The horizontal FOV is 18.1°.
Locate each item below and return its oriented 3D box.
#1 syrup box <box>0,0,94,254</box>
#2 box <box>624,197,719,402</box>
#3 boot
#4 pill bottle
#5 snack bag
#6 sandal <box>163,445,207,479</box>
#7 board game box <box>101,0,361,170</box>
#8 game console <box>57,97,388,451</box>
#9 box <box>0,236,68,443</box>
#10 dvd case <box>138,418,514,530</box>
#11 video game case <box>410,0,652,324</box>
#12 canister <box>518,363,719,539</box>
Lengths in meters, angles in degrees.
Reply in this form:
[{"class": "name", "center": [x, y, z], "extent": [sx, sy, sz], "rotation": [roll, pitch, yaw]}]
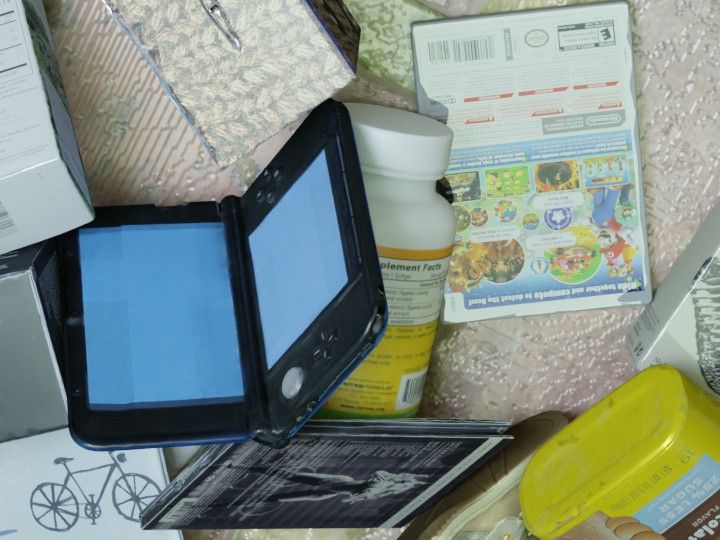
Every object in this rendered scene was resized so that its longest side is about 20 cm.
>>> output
[{"class": "syrup box", "center": [-0.228, -0.118, 1.382], "extent": [0.081, 0.079, 0.201], "rotation": [-19, 61, 1]}, {"class": "box", "center": [0.260, -0.007, 1.465], "extent": [0.082, 0.068, 0.201], "rotation": [30, 103, -7]}, {"class": "boot", "center": [0.111, 0.207, 1.517], "extent": [0.155, 0.073, 0.200], "rotation": [42, 98, -11]}, {"class": "pill bottle", "center": [0.000, 0.000, 1.447], "extent": [0.110, 0.111, 0.201], "rotation": [11, 104, -2]}, {"class": "snack bag", "center": [-0.201, 0.169, 1.500], "extent": [0.187, 0.021, 0.201], "rotation": [-7, 103, 23]}, {"class": "sandal", "center": [-0.156, 0.119, 1.505], "extent": [0.206, 0.059, 0.079], "rotation": [-39, 100, 9]}, {"class": "board game box", "center": [-0.083, -0.169, 1.363], "extent": [0.097, 0.200, 0.160], "rotation": [-33, 102, 8]}, {"class": "game console", "center": [-0.086, -0.001, 1.340], "extent": [0.118, 0.201, 0.171], "rotation": [21, 128, -30]}, {"class": "box", "center": [-0.274, 0.046, 1.426], "extent": [0.199, 0.182, 0.105], "rotation": [-13, 105, 4]}, {"class": "dvd case", "center": [-0.022, 0.130, 1.436], "extent": [0.199, 0.016, 0.149], "rotation": [4, 150, -31]}, {"class": "video game case", "center": [0.112, -0.070, 1.478], "extent": [0.142, 0.018, 0.202], "rotation": [-6, 103, 2]}, {"class": "canister", "center": [0.217, 0.161, 1.454], "extent": [0.200, 0.087, 0.148], "rotation": [36, 118, -29]}]
